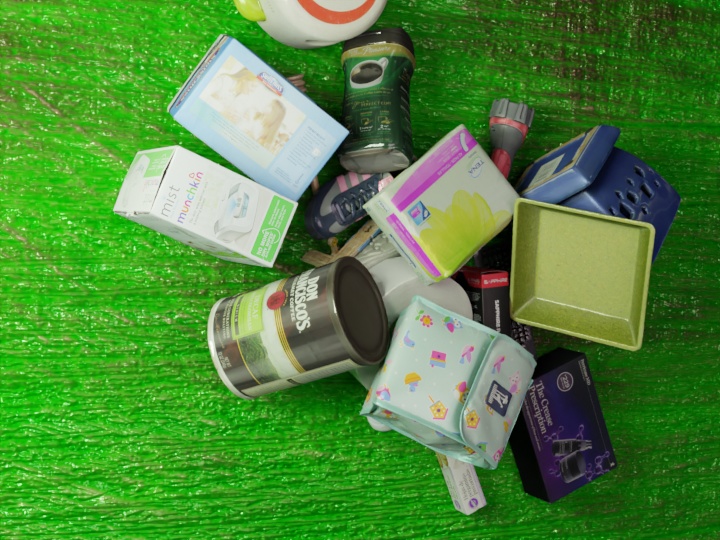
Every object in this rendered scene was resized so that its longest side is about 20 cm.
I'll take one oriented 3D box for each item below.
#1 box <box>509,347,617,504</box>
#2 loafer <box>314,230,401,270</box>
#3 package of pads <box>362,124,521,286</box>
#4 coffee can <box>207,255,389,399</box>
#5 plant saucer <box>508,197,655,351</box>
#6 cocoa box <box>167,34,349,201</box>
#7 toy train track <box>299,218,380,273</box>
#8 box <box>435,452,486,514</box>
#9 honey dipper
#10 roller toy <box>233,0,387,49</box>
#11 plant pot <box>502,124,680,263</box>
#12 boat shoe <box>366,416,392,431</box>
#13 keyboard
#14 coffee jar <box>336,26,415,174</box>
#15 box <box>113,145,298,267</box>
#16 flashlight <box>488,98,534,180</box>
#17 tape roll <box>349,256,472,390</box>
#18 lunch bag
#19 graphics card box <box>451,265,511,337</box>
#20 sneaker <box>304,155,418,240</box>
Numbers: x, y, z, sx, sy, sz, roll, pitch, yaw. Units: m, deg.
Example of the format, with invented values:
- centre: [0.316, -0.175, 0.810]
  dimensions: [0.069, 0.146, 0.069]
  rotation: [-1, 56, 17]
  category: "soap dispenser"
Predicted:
- centre: [0.308, 0.243, 1.840]
  dimensions: [0.141, 0.079, 0.201]
  rotation: [-24, 104, -24]
  category: "box"
- centre: [0.000, 0.000, 1.690]
  dimensions: [0.200, 0.070, 0.070]
  rotation: [-31, 132, -20]
  category: "loafer"
- centre: [0.122, -0.089, 1.623]
  dimensions: [0.200, 0.068, 0.155]
  rotation: [-43, 97, -32]
  category: "package of pads"
- centre: [-0.082, 0.079, 1.556]
  dimensions: [0.146, 0.199, 0.147]
  rotation: [43, 37, -45]
  category: "coffee can"
- centre: [0.314, -0.003, 1.638]
  dimensions: [0.048, 0.199, 0.201]
  rotation: [-42, 139, -50]
  category: "plant saucer"
- centre: [-0.137, -0.201, 1.547]
  dimensions: [0.200, 0.131, 0.134]
  rotation: [37, 93, -18]
  category: "cocoa box"
- centre: [-0.013, -0.042, 1.660]
  dimensions: [0.200, 0.114, 0.033]
  rotation: [-45, 140, -33]
  category: "toy train track"
- centre: [0.140, 0.276, 1.785]
  dimensions: [0.039, 0.041, 0.201]
  rotation: [-24, 105, -20]
  category: "box"
- centre: [-0.077, -0.177, 1.651]
  dimensions: [0.038, 0.038, 0.201]
  rotation: [-18, 103, -22]
  category: "honey dipper"
- centre: [-0.056, -0.402, 1.585]
  dimensions: [0.182, 0.140, 0.201]
  rotation: [32, 80, -24]
  category: "roller toy"
- centre: [0.331, -0.087, 1.732]
  dimensions: [0.180, 0.200, 0.200]
  rotation: [52, 42, -12]
  category: "plant pot"
- centre: [0.097, 0.166, 1.664]
  dimensions: [0.202, 0.075, 0.086]
  rotation: [-45, 140, -13]
  category: "boat shoe"
- centre: [0.250, 0.049, 1.828]
  dimensions: [0.127, 0.021, 0.201]
  rotation: [-18, 102, -22]
  category: "keyboard"
- centre: [0.023, -0.240, 1.627]
  dimensions: [0.085, 0.104, 0.201]
  rotation: [40, 49, -60]
  category: "coffee jar"
- centre: [-0.207, -0.081, 1.510]
  dimensions: [0.176, 0.200, 0.097]
  rotation: [25, 83, -23]
  category: "box"
- centre: [0.208, -0.157, 1.766]
  dimensions: [0.067, 0.068, 0.201]
  rotation: [18, 86, -26]
  category: "flashlight"
- centre: [0.062, 0.084, 1.682]
  dimensions: [0.202, 0.071, 0.203]
  rotation: [-15, 121, -26]
  category: "tape roll"
- centre: [0.124, 0.153, 1.551]
  dimensions: [0.199, 0.122, 0.171]
  rotation: [25, 69, -3]
  category: "lunch bag"
- centre: [0.176, 0.095, 1.740]
  dimensions: [0.051, 0.125, 0.201]
  rotation: [-5, 96, -23]
  category: "graphics card box"
- centre: [0.005, -0.112, 1.647]
  dimensions: [0.200, 0.082, 0.070]
  rotation: [-43, 115, -31]
  category: "sneaker"
